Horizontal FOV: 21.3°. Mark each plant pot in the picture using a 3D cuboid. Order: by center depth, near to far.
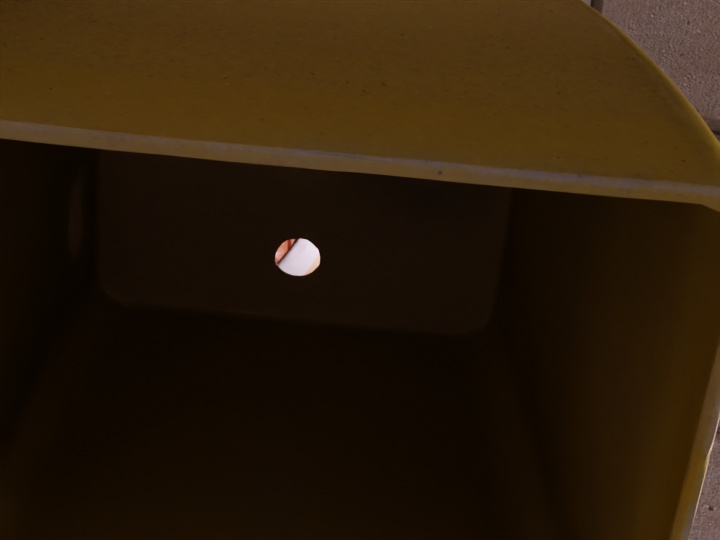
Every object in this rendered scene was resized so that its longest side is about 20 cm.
[{"bbox_3d":[-0.018,0.009,0.523,0.177,0.199,0.201,-86,-179,-56],"label":"plant pot"}]

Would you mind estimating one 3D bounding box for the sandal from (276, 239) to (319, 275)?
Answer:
[{"bbox_3d":[-0.005,-0.005,0.789,0.207,0.059,0.079,43,42,-54],"label":"sandal"}]
